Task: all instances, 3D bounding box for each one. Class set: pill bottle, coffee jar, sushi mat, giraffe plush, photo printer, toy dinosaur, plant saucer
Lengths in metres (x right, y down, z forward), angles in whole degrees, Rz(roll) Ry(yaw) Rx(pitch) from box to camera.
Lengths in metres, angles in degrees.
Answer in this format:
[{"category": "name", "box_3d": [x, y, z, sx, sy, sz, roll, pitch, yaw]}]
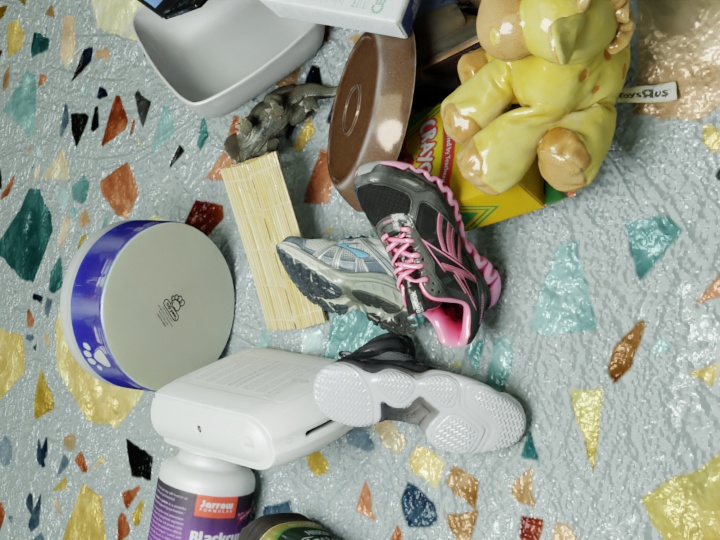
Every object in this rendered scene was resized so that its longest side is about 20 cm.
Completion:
[{"category": "pill bottle", "box_3d": [-0.181, 0.274, 1.090, 0.111, 0.111, 0.201, 12, 93, 42]}, {"category": "coffee jar", "box_3d": [-0.036, 0.318, 0.958, 0.200, 0.104, 0.086, 21, 95, 41]}, {"category": "sushi mat", "box_3d": [-0.098, -0.029, 1.074, 0.095, 0.012, 0.201, -8, 102, 39]}, {"category": "giraffe plush", "box_3d": [0.154, -0.174, 0.765, 0.199, 0.162, 0.173, -17, 58, 7]}, {"category": "photo printer", "box_3d": [-0.096, 0.141, 0.998, 0.200, 0.166, 0.070, 4, 108, 41]}, {"category": "toy dinosaur", "box_3d": [-0.097, -0.178, 1.096, 0.200, 0.077, 0.102, -49, 21, 10]}, {"category": "plant saucer", "box_3d": [0.004, -0.161, 0.969, 0.200, 0.034, 0.201, -170, 90, -74]}]

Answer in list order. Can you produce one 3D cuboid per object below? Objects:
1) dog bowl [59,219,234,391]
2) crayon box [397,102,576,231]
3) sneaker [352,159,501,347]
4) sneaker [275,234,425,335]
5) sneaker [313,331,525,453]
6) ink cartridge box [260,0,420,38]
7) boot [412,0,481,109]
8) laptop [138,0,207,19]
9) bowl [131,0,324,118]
[{"category": "dog bowl", "box_3d": [-0.245, 0.041, 1.120, 0.079, 0.200, 0.201, 3, 86, 39]}, {"category": "crayon box", "box_3d": [0.107, -0.106, 0.898, 0.200, 0.051, 0.127, -17, 53, 39]}, {"category": "sneaker", "box_3d": [0.056, -0.009, 0.854, 0.079, 0.200, 0.096, -15, 36, 40]}, {"category": "sneaker", "box_3d": [0.000, 0.000, 0.990, 0.200, 0.078, 0.086, 22, 59, 34]}, {"category": "sneaker", "box_3d": [0.061, 0.110, 0.918, 0.199, 0.114, 0.076, 10, 110, 8]}, {"category": "ink cartridge box", "box_3d": [-0.016, -0.338, 0.937, 0.199, 0.043, 0.197, 16, 81, 23]}, {"category": "boot", "box_3d": [0.101, -0.243, 0.930, 0.200, 0.075, 0.097, -24, 71, 39]}, {"category": "laptop", "box_3d": [-0.193, -0.385, 1.085, 0.177, 0.103, 0.200, -52, 26, -11]}, {"category": "bowl", "box_3d": [-0.148, -0.276, 1.122, 0.199, 0.075, 0.200, -35, 58, -2]}]
